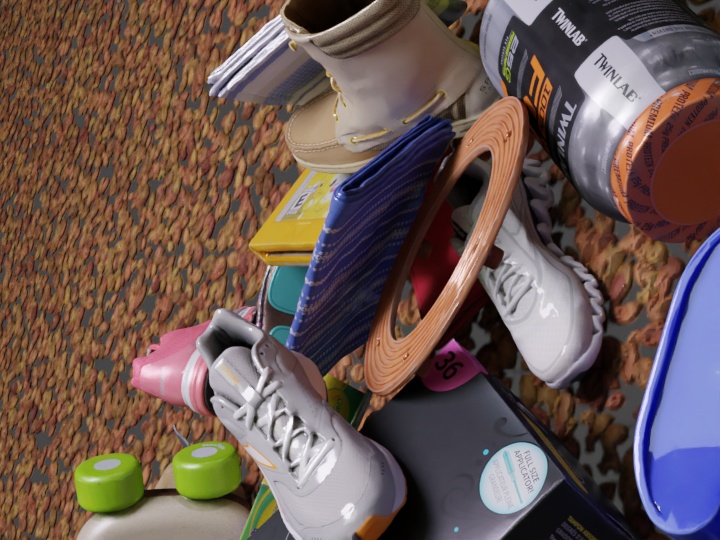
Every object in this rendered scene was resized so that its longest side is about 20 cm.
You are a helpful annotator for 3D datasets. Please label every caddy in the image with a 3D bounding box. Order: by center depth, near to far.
[{"bbox_3d":[0.220,0.067,0.684,0.140,0.105,0.202,14,82,39],"label":"caddy"}]

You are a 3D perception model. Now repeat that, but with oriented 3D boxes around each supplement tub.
[{"bbox_3d":[0.160,-0.111,0.853,0.123,0.122,0.201,-59,33,22],"label":"supplement tub"}]

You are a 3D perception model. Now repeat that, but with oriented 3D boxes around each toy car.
[{"bbox_3d":[-0.160,0.212,1.210,0.200,0.156,0.166,-108,12,-76],"label":"toy car"}]

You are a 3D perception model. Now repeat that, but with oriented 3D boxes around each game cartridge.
[{"bbox_3d":[0.009,-0.089,1.102,0.201,0.032,0.176,-57,23,-16],"label":"game cartridge"}]

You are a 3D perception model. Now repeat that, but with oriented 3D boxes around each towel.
[{"bbox_3d":[0.000,0.000,0.951,0.024,0.145,0.201,30,128,16],"label":"towel"},{"bbox_3d":[-0.013,-0.174,1.068,0.146,0.199,0.024,-36,76,26],"label":"towel"}]

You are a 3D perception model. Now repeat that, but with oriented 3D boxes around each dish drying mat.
[{"bbox_3d":[0.056,-0.038,1.088,0.077,0.018,0.201,-46,39,32],"label":"dish drying mat"}]

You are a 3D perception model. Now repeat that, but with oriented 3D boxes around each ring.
[{"bbox_3d":[0.055,-0.013,0.867,0.202,0.019,0.201,-60,11,20],"label":"ring"}]

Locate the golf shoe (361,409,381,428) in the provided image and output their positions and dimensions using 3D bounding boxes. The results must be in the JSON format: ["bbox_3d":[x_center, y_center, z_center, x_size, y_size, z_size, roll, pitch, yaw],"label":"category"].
[{"bbox_3d":[0.003,0.188,0.979,0.073,0.091,0.202,111,162,-58],"label":"golf shoe"}]

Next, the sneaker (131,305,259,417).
[{"bbox_3d":[-0.136,0.068,1.210,0.200,0.086,0.075,-35,-49,-75],"label":"sneaker"}]

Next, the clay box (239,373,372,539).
[{"bbox_3d":[-0.049,0.164,1.033,0.115,0.047,0.201,-61,-5,-46],"label":"clay box"}]

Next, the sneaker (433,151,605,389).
[{"bbox_3d":[0.101,-0.004,0.940,0.075,0.080,0.201,-50,38,30],"label":"sneaker"}]

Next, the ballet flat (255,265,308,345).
[{"bbox_3d":[-0.060,0.042,1.207,0.071,0.068,0.202,-176,102,-79],"label":"ballet flat"}]

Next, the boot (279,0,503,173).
[{"bbox_3d":[-0.010,-0.139,0.974,0.199,0.155,0.074,-8,61,40],"label":"boot"}]

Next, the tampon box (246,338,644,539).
[{"bbox_3d":[0.048,0.176,0.828,0.200,0.126,0.150,-45,35,4],"label":"tampon box"}]

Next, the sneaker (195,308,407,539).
[{"bbox_3d":[-0.048,0.092,0.820,0.076,0.092,0.200,-46,35,-1],"label":"sneaker"}]
